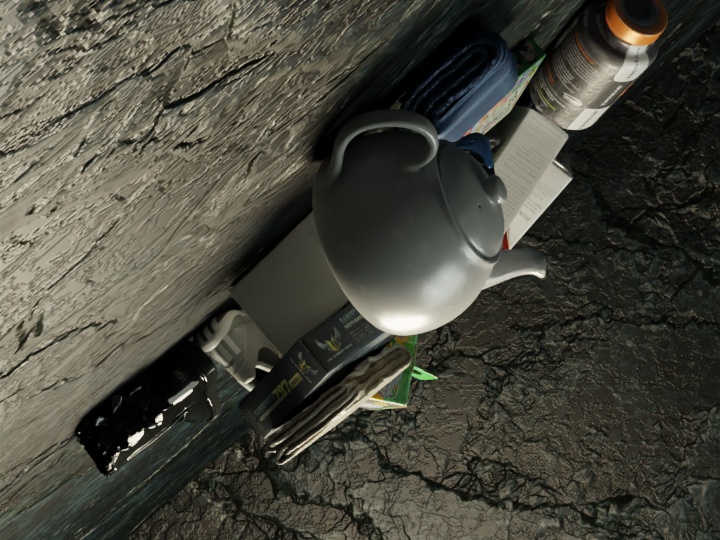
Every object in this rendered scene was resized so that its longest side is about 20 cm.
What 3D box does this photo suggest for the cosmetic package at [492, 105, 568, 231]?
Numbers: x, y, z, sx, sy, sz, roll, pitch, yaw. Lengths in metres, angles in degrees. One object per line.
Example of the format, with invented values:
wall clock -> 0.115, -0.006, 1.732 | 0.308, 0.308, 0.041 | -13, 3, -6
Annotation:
cosmetic package -> 0.178, -0.117, 1.720 | 0.200, 0.074, 0.102 | -58, -163, 3

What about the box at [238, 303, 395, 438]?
box -> -0.020, 0.081, 1.384 | 0.200, 0.051, 0.158 | -34, 172, -42

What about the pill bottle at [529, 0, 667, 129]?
pill bottle -> 0.293, -0.262, 1.590 | 0.106, 0.106, 0.200 | -38, 174, -29

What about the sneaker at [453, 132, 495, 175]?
sneaker -> 0.079, -0.088, 1.484 | 0.071, 0.083, 0.200 | -13, 171, -41

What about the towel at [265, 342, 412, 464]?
towel -> -0.021, 0.138, 1.397 | 0.132, 0.034, 0.200 | -40, 174, 16

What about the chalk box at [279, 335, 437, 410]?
chalk box -> -0.002, 0.103, 1.629 | 0.124, 0.200, 0.124 | 159, -58, -69

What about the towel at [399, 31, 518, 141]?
towel -> 0.095, -0.173, 1.224 | 0.112, 0.049, 0.200 | -42, 174, 9

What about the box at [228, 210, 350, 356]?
box -> -0.023, -0.013, 1.400 | 0.200, 0.098, 0.124 | -43, 174, 15

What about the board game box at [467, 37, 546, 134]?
board game box -> 0.137, -0.186, 1.521 | 0.135, 0.029, 0.200 | -41, 175, -11

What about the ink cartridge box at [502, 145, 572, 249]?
ink cartridge box -> 0.212, -0.088, 1.813 | 0.200, 0.057, 0.163 | -46, -172, 17

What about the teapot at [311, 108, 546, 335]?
teapot -> 0.059, -0.048, 1.154 | 0.146, 0.198, 0.200 | -24, -178, 25

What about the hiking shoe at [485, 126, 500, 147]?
hiking shoe -> 0.113, -0.099, 1.651 | 0.200, 0.101, 0.076 | -40, 174, -10

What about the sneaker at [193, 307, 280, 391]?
sneaker -> -0.116, 0.097, 1.533 | 0.075, 0.116, 0.200 | -43, 174, 19

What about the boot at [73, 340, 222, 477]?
boot -> -0.239, 0.170, 1.489 | 0.162, 0.073, 0.198 | -42, 168, -20

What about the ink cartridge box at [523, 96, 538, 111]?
ink cartridge box -> 0.207, -0.161, 1.894 | 0.200, 0.041, 0.200 | -57, 179, -14
